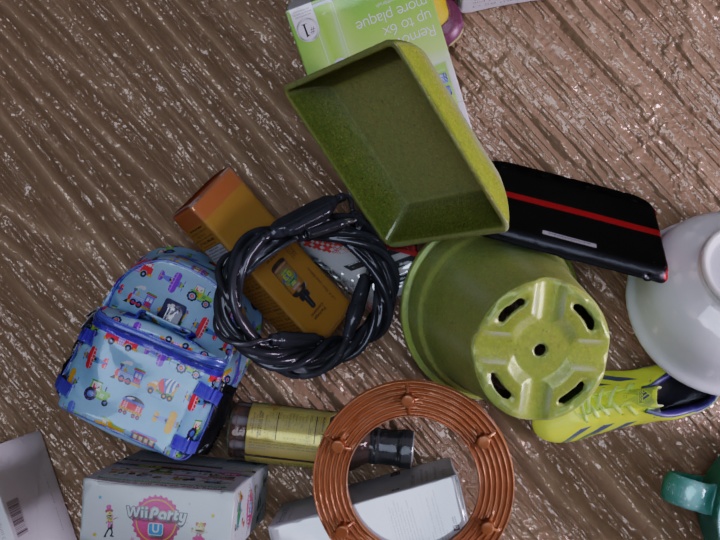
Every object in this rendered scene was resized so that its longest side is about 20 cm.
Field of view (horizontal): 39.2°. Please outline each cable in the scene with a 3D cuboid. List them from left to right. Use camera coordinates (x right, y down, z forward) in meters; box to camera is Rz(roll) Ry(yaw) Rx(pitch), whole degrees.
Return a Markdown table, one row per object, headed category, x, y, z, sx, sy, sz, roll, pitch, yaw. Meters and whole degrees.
| category | x | y | z | sx | sy | sz | roll | pitch | yaw |
| --- | --- | --- | --- | --- | --- | --- | --- | --- | --- |
| cable | -0.057 | 0.025 | 1.016 | 0.199 | 0.051 | 0.165 | -31 | 106 | -22 |

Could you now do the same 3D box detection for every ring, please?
| category | x | y | z | sx | sy | sz | roll | pitch | yaw |
| --- | --- | --- | --- | --- | --- | --- | --- | --- | --- |
| ring | 0.050 | 0.207 | 0.978 | 0.197 | 0.019 | 0.204 | 0 | 95 | 6 |

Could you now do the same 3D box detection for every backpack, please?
| category | x | y | z | sx | sy | sz | roll | pitch | yaw |
| --- | --- | --- | --- | --- | --- | --- | --- | --- | --- |
| backpack | -0.202 | 0.077 | 1.063 | 0.181 | 0.135 | 0.202 | 27 | 87 | 3 |

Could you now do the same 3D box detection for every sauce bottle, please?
| category | x | y | z | sx | sy | sz | roll | pitch | yaw |
| --- | --- | --- | --- | --- | --- | --- | --- | --- | --- |
| sauce bottle | -0.041 | 0.182 | 1.083 | 0.197 | 0.065 | 0.066 | 7 | 88 | 2 |

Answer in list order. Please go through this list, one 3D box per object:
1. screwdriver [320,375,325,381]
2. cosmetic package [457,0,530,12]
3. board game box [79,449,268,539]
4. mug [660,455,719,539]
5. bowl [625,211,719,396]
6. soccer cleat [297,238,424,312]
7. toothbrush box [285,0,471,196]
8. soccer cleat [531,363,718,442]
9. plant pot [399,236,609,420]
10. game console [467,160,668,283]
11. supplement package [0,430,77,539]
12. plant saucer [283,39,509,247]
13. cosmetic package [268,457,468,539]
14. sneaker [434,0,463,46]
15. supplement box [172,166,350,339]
| category | x | y | z | sx | sy | sz | roll | pitch | yaw |
| --- | --- | --- | --- | --- | --- | --- | --- | --- | --- |
| screwdriver | -0.080 | 0.028 | 1.108 | 0.029 | 0.028 | 0.202 | -33 | 84 | 30 |
| cosmetic package | 0.170 | -0.380 | 1.023 | 0.165 | 0.200 | 0.169 | -8 | 87 | 4 |
| board game box | -0.180 | 0.230 | 1.021 | 0.145 | 0.200 | 0.065 | 4 | 87 | 4 |
| mug | 0.411 | 0.235 | 1.027 | 0.152 | 0.114 | 0.185 | -42 | 85 | 2 |
| bowl | 0.374 | 0.017 | 1.014 | 0.198 | 0.091 | 0.204 | 0 | 63 | -1 |
| soccer cleat | 0.000 | 0.000 | 1.087 | 0.197 | 0.069 | 0.086 | 12 | 84 | -1 |
| toothbrush box | 0.022 | -0.201 | 1.049 | 0.144 | 0.086 | 0.202 | -18 | 111 | 4 |
| soccer cleat | 0.276 | 0.134 | 1.054 | 0.197 | 0.084 | 0.066 | -14 | 87 | 3 |
| plant pot | 0.151 | 0.055 | 0.990 | 0.197 | 0.184 | 0.204 | -2 | 100 | -8 |
| game console | 0.208 | -0.051 | 1.026 | 0.197 | 0.177 | 0.031 | 14 | 119 | 4 |
| supplement package | -0.428 | 0.282 | 1.059 | 0.198 | 0.151 | 0.154 | -21 | 87 | 3 |
| plant saucer | 0.041 | -0.122 | 0.958 | 0.048 | 0.199 | 0.201 | -43 | 109 | -27 |
| cosmetic package | 0.012 | 0.266 | 1.053 | 0.197 | 0.113 | 0.082 | -15 | 88 | 1 |
| sneaker | 0.031 | -0.319 | 1.084 | 0.200 | 0.090 | 0.075 | 43 | 91 | 4 |
| supplement box | -0.101 | -0.008 | 1.057 | 0.200 | 0.069 | 0.067 | 48 | 63 | -11 |
